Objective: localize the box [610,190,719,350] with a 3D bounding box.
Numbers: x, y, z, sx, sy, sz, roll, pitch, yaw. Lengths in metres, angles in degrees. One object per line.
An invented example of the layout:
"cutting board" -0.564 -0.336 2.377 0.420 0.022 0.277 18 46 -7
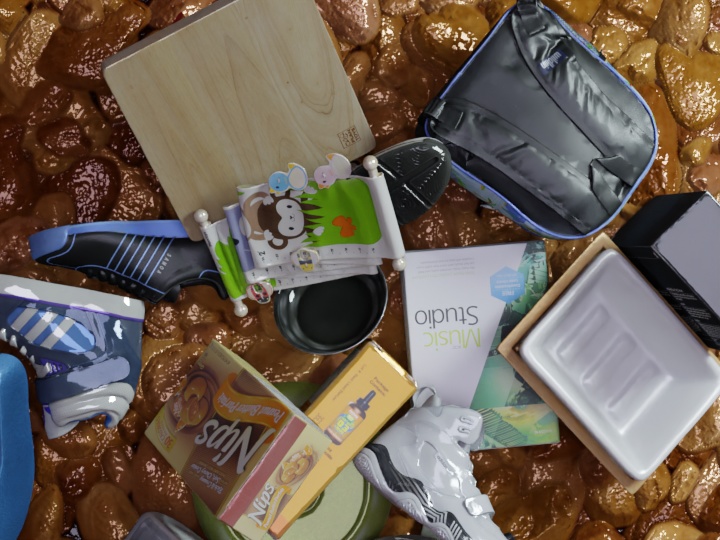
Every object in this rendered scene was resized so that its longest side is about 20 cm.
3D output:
"box" 0.321 0.001 1.680 0.141 0.200 0.079 44 88 -4

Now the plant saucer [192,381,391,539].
"plant saucer" -0.065 0.210 1.742 0.198 0.031 0.202 0 91 -3

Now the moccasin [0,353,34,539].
"moccasin" -0.352 0.168 1.696 0.068 0.080 0.202 12 106 20

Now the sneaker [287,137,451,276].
"sneaker" 0.011 -0.087 1.683 0.076 0.116 0.200 41 126 -20

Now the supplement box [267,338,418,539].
"supplement box" -0.036 0.158 1.696 0.067 0.069 0.200 44 89 -4

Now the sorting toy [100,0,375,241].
"sorting toy" -0.115 -0.162 1.652 0.198 0.070 0.201 -28 124 -3

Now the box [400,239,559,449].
"box" 0.116 0.075 1.750 0.143 0.036 0.202 -5 92 -4

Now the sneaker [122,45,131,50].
"sneaker" -0.130 -0.181 1.720 0.198 0.071 0.081 -5 115 -11

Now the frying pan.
"frying pan" -0.016 -0.002 1.736 0.114 0.031 0.191 10 66 21

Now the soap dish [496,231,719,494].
"soap dish" 0.239 0.088 1.713 0.200 0.081 0.157 46 77 -12

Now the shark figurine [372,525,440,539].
"shark figurine" 0.020 0.282 1.703 0.212 0.090 0.129 -11 66 -3

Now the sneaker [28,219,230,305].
"sneaker" -0.217 -0.006 1.709 0.198 0.070 0.079 -2 84 -5

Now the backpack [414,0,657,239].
"backpack" 0.173 -0.131 1.696 0.200 0.147 0.183 39 87 0

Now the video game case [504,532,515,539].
"video game case" 0.085 0.377 1.756 0.198 0.026 0.182 -19 91 -4

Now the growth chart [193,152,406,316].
"growth chart" -0.055 -0.035 1.653 0.198 0.018 0.145 -14 124 20

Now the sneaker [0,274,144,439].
"sneaker" -0.308 0.084 1.698 0.198 0.081 0.148 10 88 -7

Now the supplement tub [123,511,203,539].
"supplement tub" -0.211 0.340 1.687 0.122 0.123 0.201 36 88 -3

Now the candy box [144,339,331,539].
"candy box" -0.117 0.154 1.653 0.055 0.200 0.116 36 89 -33

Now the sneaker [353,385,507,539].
"sneaker" 0.099 0.200 1.680 0.199 0.075 0.115 38 83 14
